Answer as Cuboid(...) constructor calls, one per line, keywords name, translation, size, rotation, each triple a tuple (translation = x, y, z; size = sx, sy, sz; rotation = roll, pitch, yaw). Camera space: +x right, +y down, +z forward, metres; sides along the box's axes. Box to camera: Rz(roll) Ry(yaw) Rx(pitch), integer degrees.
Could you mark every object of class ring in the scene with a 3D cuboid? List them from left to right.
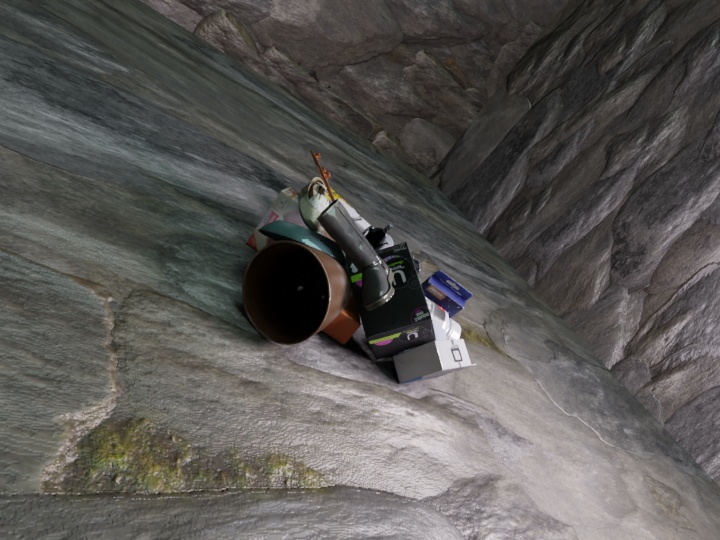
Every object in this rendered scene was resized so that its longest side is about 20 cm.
Cuboid(name="ring", translation=(-0.068, -0.188, 1.358), size=(0.200, 0.019, 0.202), rotation=(156, -90, -89))

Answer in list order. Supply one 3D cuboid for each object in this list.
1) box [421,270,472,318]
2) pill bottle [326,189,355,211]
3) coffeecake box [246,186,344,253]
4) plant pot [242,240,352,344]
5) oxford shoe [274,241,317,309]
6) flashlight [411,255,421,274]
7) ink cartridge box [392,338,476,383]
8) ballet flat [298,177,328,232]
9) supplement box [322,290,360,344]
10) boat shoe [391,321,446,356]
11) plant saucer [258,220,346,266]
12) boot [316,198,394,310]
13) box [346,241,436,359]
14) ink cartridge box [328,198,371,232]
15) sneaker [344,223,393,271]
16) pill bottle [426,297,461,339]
Cuboid(name="box", translation=(0.196, 0.087, 1.575), size=(0.121, 0.200, 0.033), rotation=(36, 46, -8))
Cuboid(name="pill bottle", translation=(-0.084, -0.167, 1.753), size=(0.200, 0.113, 0.113), rotation=(43, 19, 11))
Cuboid(name="coffeecake box", translation=(-0.138, -0.070, 1.361), size=(0.199, 0.154, 0.073), rotation=(38, 18, -2))
Cuboid(name="plant pot", translation=(-0.098, 0.035, 1.145), size=(0.187, 0.187, 0.200), rotation=(44, 19, 16))
Cuboid(name="oxford shoe", translation=(-0.151, 0.016, 1.273), size=(0.200, 0.071, 0.071), rotation=(48, 19, 20))
Cuboid(name="flashlight", translation=(0.130, 0.030, 1.602), size=(0.067, 0.200, 0.069), rotation=(-9, 66, -9))
Cuboid(name="ink cartridge box", translation=(0.175, 0.207, 1.349), size=(0.199, 0.115, 0.067), rotation=(8, 62, -57))
Cuboid(name="ballet flat", translation=(-0.100, -0.154, 1.287), size=(0.067, 0.062, 0.201), rotation=(32, 21, -26))
Cuboid(name="supplement box", translation=(-0.048, 0.079, 1.326), size=(0.066, 0.069, 0.200), rotation=(35, 16, -19))
Cuboid(name="boat shoe", translation=(0.127, 0.171, 1.410), size=(0.199, 0.066, 0.070), rotation=(-11, 73, -47))
Cuboid(name="plant saucer", translation=(-0.116, -0.062, 1.230), size=(0.198, 0.036, 0.200), rotation=(21, -6, 2))
Cuboid(name="boot", translation=(-0.011, -0.036, 1.156), size=(0.201, 0.072, 0.182), rotation=(58, 12, -18))
Cuboid(name="box", translation=(0.068, 0.067, 1.291), size=(0.125, 0.147, 0.201), rotation=(68, 6, -59))
Cuboid(name="ink cartridge box", translation=(-0.037, -0.078, 1.581), size=(0.200, 0.146, 0.084), rotation=(43, 18, 10))
Cuboid(name="sneaker", translation=(0.045, -0.069, 1.395), size=(0.078, 0.140, 0.200), rotation=(42, 41, 7))
Cuboid(name="pill bottle", translation=(0.157, 0.128, 1.522), size=(0.199, 0.114, 0.114), rotation=(34, 19, -15))
